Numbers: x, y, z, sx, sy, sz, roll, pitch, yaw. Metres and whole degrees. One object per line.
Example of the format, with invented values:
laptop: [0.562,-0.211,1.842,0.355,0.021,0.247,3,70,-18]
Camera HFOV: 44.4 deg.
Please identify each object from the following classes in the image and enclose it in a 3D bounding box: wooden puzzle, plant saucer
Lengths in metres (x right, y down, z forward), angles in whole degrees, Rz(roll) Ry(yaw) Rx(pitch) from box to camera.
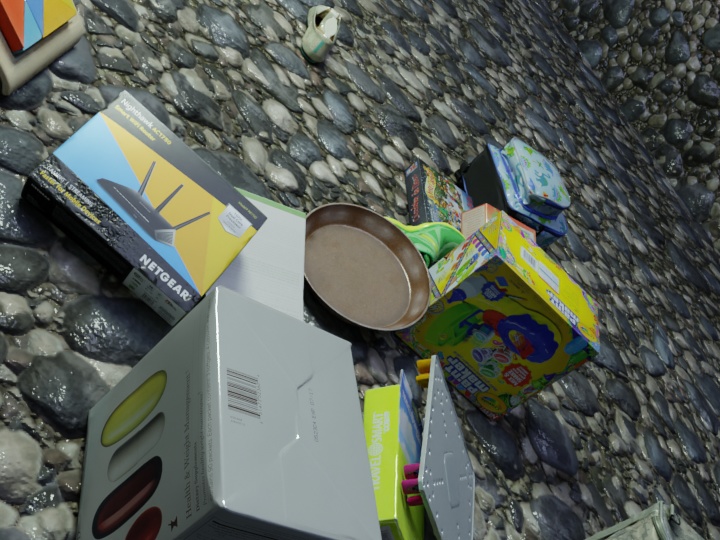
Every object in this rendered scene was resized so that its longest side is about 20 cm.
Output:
wooden puzzle: [-0.366,-0.313,0.940,0.185,0.037,0.201,-74,155,-56]
plant saucer: [0.000,0.000,1.155,0.199,0.035,0.201,19,48,-22]

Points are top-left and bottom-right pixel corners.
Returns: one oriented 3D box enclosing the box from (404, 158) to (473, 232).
box: [0.140,-0.082,1.469,0.136,0.038,0.201,33,34,-29]

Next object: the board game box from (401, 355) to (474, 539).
board game box: [0.090,0.231,0.970,0.200,0.026,0.201,-76,152,-55]

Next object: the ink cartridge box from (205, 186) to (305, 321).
ink cartridge box: [-0.128,0.011,1.000,0.145,0.048,0.201,19,63,-42]

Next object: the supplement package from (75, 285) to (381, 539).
supplement package: [-0.111,0.161,0.698,0.147,0.200,0.192,27,36,-33]

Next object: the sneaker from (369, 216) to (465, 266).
sneaker: [0.082,-0.026,1.300,0.199,0.074,0.084,2,52,-41]

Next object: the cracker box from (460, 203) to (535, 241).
cracker box: [0.220,0.012,1.392,0.134,0.057,0.201,24,59,-39]

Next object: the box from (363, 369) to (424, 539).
box: [0.036,0.218,0.930,0.201,0.047,0.122,-84,160,-52]

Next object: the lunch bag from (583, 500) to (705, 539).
lunch bag: [0.326,0.380,1.049,0.168,0.200,0.139,54,27,1]

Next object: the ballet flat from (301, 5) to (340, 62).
ballet flat: [-0.060,-0.431,1.567,0.067,0.062,0.201,36,32,-23]

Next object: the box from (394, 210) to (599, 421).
box: [0.190,0.065,1.216,0.200,0.192,0.122,41,32,-13]

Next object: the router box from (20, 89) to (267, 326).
router box: [-0.216,-0.065,0.899,0.200,0.051,0.149,42,55,-9]

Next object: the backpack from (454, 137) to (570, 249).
backpack: [0.300,-0.132,1.635,0.199,0.147,0.184,24,41,-42]
